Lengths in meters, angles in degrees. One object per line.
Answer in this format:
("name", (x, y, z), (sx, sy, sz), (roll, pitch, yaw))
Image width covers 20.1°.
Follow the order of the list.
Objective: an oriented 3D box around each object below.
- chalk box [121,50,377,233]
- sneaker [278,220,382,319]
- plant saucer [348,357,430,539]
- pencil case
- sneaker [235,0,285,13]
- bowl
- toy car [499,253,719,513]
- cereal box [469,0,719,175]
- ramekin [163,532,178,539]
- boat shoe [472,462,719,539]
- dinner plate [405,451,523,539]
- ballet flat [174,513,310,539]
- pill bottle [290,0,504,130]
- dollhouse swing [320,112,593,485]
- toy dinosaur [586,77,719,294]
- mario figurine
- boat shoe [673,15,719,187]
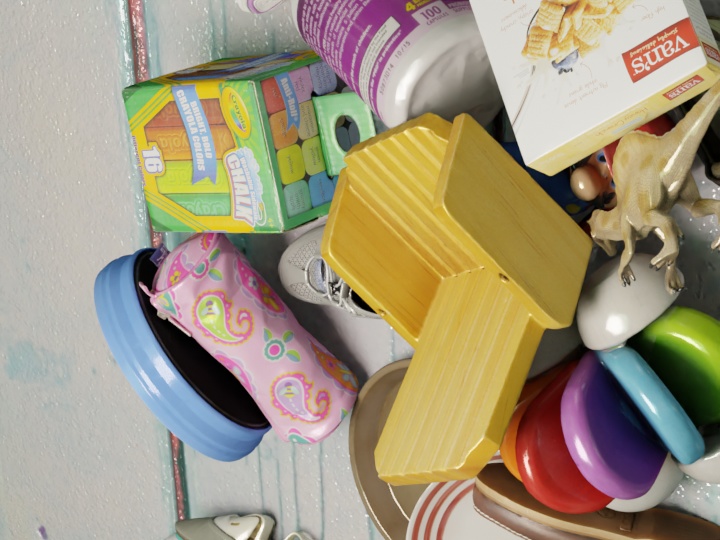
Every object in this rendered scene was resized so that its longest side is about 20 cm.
("chalk box", (-0.070, -0.103, 1.611), (0.200, 0.124, 0.125), (0, 107, 44))
("sneaker", (0.000, 0.000, 1.617), (0.200, 0.082, 0.075), (-1, 106, 44))
("plant saucer", (0.072, 0.164, 1.656), (0.200, 0.029, 0.201), (19, 118, 38))
("pencil case", (-0.089, 0.055, 1.673), (0.087, 0.088, 0.200), (-21, 120, 46))
("sneaker", (-0.069, -0.299, 1.583), (0.100, 0.075, 0.201), (48, 136, 44))
("bowl", (-0.142, 0.066, 1.711), (0.039, 0.201, 0.201), (-36, 80, 17))
("toy car", (0.178, 0.100, 1.422), (0.200, 0.150, 0.175), (-26, 105, 46))
("cereal box", (0.146, -0.183, 1.358), (0.144, 0.039, 0.201), (-30, 63, 26))
("ramekin", (-0.164, 0.355, 1.911), (0.200, 0.098, 0.201), (19, 119, 38))
("boat shoe", (0.174, 0.204, 1.513), (0.199, 0.070, 0.071), (19, 116, 16))
("dinner plate", (0.133, 0.227, 1.588), (0.199, 0.024, 0.201), (5, 111, 14))
("ballet flat", (-0.081, 0.255, 1.828), (0.200, 0.067, 0.064), (28, 97, 32))
("pill bottle", (0.019, -0.186, 1.490), (0.200, 0.112, 0.113), (48, 135, 36))
("dollhouse swing", (0.034, 0.025, 1.418), (0.182, 0.176, 0.200), (44, 158, -14))
("toy dinosaur", (0.194, -0.052, 1.299), (0.200, 0.058, 0.101), (-56, 48, 47))
("mario figurine", (0.141, -0.065, 1.432), (0.200, 0.123, 0.106), (-16, 53, 52))
("boat shoe", (0.258, -0.075, 1.352), (0.200, 0.065, 0.073), (56, 134, 10))
